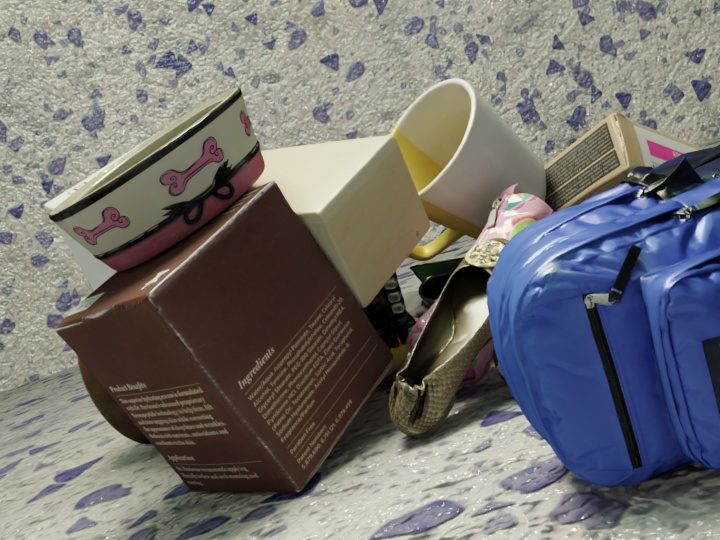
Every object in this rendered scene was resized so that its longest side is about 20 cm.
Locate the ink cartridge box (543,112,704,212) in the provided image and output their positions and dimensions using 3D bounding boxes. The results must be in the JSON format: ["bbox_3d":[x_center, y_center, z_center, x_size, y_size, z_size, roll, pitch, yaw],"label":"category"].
[{"bbox_3d":[0.306,-0.082,0.966,0.199,0.075,0.165,12,-32,-30],"label":"ink cartridge box"}]

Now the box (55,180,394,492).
[{"bbox_3d":[-0.111,0.064,0.726,0.165,0.200,0.164,-14,27,46],"label":"box"}]

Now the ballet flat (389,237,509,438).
[{"bbox_3d":[0.079,0.047,0.709,0.067,0.046,0.200,10,59,43],"label":"ballet flat"}]

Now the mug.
[{"bbox_3d":[0.111,-0.102,0.935,0.153,0.150,0.186,28,-27,-30],"label":"mug"}]

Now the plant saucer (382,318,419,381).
[{"bbox_3d":[-0.046,0.123,0.956,0.199,0.049,0.200,-17,6,30],"label":"plant saucer"}]

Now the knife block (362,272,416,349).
[{"bbox_3d":[0.000,0.000,0.877,0.064,0.201,0.176,-19,-25,-5],"label":"knife block"}]

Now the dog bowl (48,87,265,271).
[{"bbox_3d":[-0.171,-0.077,0.746,0.199,0.074,0.200,-30,18,11],"label":"dog bowl"}]

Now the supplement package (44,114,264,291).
[{"bbox_3d":[-0.205,-0.050,0.940,0.200,0.152,0.150,-40,39,-27],"label":"supplement package"}]

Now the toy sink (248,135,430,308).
[{"bbox_3d":[-0.056,-0.042,0.816,0.199,0.112,0.130,0,37,39],"label":"toy sink"}]

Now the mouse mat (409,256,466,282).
[{"bbox_3d":[0.155,0.004,1.055,0.160,0.008,0.200,-9,-15,12],"label":"mouse mat"}]

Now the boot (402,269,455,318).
[{"bbox_3d":[0.084,0.038,1.034,0.199,0.070,0.132,-20,-17,8],"label":"boot"}]

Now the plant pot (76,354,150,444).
[{"bbox_3d":[-0.203,0.085,1.020,0.199,0.188,0.187,-26,2,17],"label":"plant pot"}]

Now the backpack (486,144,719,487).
[{"bbox_3d":[0.174,0.024,0.463,0.199,0.163,0.168,-18,8,4],"label":"backpack"}]

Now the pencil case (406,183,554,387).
[{"bbox_3d":[0.124,0.013,0.810,0.200,0.087,0.087,-55,20,-23],"label":"pencil case"}]

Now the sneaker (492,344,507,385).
[{"bbox_3d":[0.210,0.040,0.669,0.115,0.076,0.200,-26,5,-41],"label":"sneaker"}]
